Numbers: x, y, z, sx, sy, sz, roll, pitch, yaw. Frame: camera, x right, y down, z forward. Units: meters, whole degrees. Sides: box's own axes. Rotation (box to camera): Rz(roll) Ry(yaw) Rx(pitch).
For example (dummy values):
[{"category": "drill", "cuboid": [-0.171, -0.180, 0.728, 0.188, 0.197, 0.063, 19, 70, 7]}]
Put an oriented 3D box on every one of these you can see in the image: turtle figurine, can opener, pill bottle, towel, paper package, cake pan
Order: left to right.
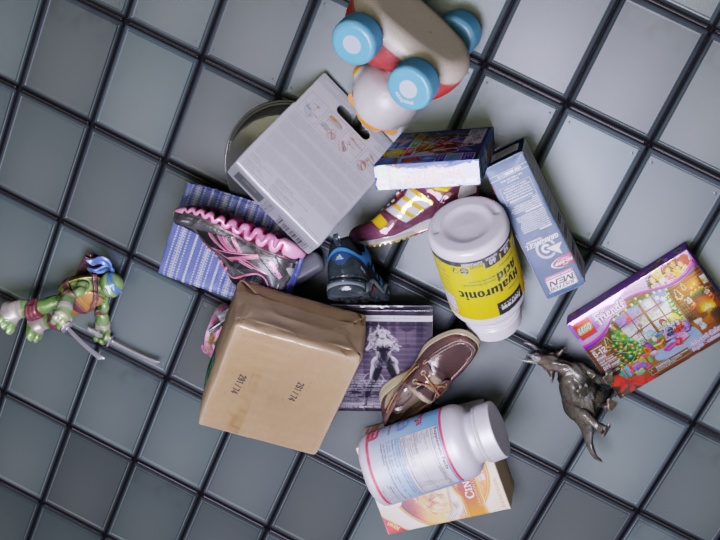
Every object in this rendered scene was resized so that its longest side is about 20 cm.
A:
[{"category": "turtle figurine", "cuboid": [-0.446, 0.089, 1.658, 0.193, 0.144, 0.201, -12, 102, 20]}, {"category": "towel", "cuboid": [-0.179, -0.034, 1.555, 0.199, 0.024, 0.146, 18, 89, 8]}, {"category": "can opener", "cuboid": [-0.133, 0.049, 1.581, 0.199, 0.053, 0.067, -31, 89, -5]}, {"category": "paper package", "cuboid": [-0.113, 0.136, 1.508, 0.189, 0.104, 0.201, 17, 125, -10]}, {"category": "cake pan", "cuboid": [-0.107, -0.144, 1.559, 0.199, 0.037, 0.202, 4, 109, 11]}, {"category": "pill bottle", "cuboid": [0.106, 0.255, 1.529, 0.199, 0.109, 0.109, -22, 102, 18]}, {"category": "pill bottle", "cuboid": [0.165, 0.004, 1.476, 0.110, 0.112, 0.201, -7, 137, 15]}]

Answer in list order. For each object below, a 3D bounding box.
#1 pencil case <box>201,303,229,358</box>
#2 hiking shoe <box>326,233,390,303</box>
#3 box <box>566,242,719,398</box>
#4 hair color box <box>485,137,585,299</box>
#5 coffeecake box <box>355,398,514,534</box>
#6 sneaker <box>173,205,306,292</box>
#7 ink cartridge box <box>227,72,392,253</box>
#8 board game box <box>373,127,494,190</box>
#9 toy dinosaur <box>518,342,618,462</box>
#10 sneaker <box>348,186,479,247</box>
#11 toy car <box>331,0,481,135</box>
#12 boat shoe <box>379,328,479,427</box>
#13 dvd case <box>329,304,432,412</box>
[{"category": "pencil case", "cuboid": [-0.137, 0.113, 1.628, 0.199, 0.087, 0.083, 15, 132, 8]}, {"category": "hiking shoe", "cuboid": [0.000, 0.000, 1.509, 0.074, 0.200, 0.087, -4, 84, 8]}, {"category": "box", "cuboid": [0.410, 0.072, 1.513, 0.200, 0.039, 0.137, -36, 97, 21]}, {"category": "hair color box", "cuboid": [0.239, -0.072, 1.470, 0.060, 0.100, 0.201, -25, 101, 18]}, {"category": "coffeecake box", "cuboid": [0.114, 0.299, 1.638, 0.199, 0.073, 0.154, -16, 104, 18]}, {"category": "sneaker", "cuboid": [-0.179, -0.029, 1.512, 0.199, 0.079, 0.096, 22, 101, 9]}, {"category": "ink cartridge box", "cuboid": [-0.063, -0.149, 1.495, 0.163, 0.200, 0.057, 45, 149, -9]}, {"category": "board game box", "cuboid": [0.102, -0.150, 1.422, 0.134, 0.200, 0.035, -2, 108, 14]}, {"category": "toy dinosaur", "cuboid": [0.319, 0.181, 1.554, 0.077, 0.102, 0.201, -37, 113, -14]}, {"category": "sneaker", "cuboid": [0.071, -0.095, 1.523, 0.199, 0.075, 0.091, -16, 95, 11]}, {"category": "toy car", "cuboid": [0.032, -0.263, 1.434, 0.177, 0.185, 0.200, 38, 135, -2]}, {"category": "boat shoe", "cuboid": [0.097, 0.162, 1.550, 0.072, 0.072, 0.200, 36, 124, -21]}, {"category": "dvd case", "cuboid": [0.032, 0.132, 1.589, 0.147, 0.016, 0.201, 1, 127, 4]}]
